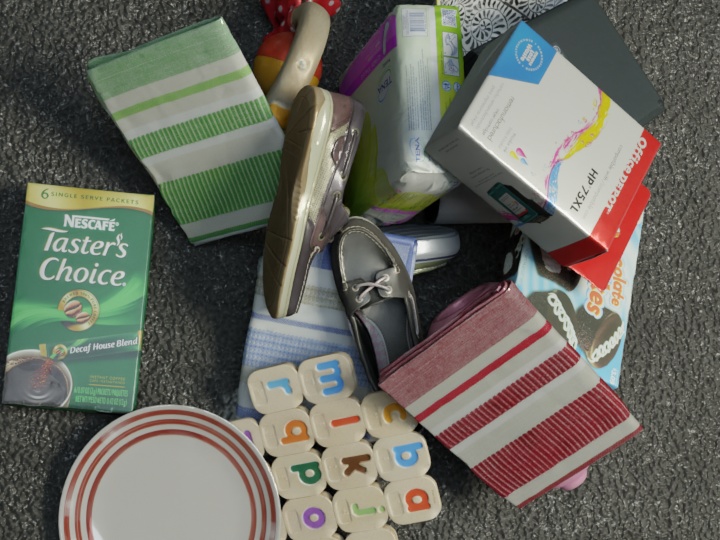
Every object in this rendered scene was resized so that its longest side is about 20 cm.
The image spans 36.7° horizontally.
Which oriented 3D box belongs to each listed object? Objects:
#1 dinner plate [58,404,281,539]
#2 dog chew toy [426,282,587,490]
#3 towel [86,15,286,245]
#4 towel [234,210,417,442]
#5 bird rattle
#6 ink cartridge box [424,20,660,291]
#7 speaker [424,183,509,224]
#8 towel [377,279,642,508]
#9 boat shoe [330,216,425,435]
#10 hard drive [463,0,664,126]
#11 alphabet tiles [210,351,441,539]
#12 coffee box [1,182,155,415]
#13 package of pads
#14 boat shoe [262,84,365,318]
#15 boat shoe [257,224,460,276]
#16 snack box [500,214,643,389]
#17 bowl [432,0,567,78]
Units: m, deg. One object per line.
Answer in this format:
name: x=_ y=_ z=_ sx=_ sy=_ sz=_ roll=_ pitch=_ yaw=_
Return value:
dinner plate: x=-0.168 y=0.221 z=0.964 sx=0.196 sy=0.024 sz=0.205 roll=0 pitch=90 yaw=-3
dog chew toy: x=0.146 y=0.114 z=1.004 sx=0.124 sy=0.124 sz=0.202 roll=-34 pitch=94 yaw=-14
towel: x=-0.135 y=-0.115 z=0.952 sx=0.202 sy=0.150 sz=0.024 roll=61 pitch=31 yaw=-32
towel: x=-0.031 y=0.055 z=0.995 sx=0.144 sy=0.024 sz=0.204 roll=9 pitch=101 yaw=-8
bird rattle: x=-0.065 y=-0.188 z=1.010 sx=0.112 sy=0.163 sz=0.202 roll=34 pitch=85 yaw=-20
ink cartridge box: x=0.164 y=-0.089 z=0.887 sx=0.199 sy=0.067 sz=0.117 roll=37 pitch=68 yaw=-12
speaker: x=0.160 y=-0.086 z=1.061 sx=0.196 sy=0.081 sz=0.083 roll=-1 pitch=80 yaw=-9
towel: x=0.128 y=0.110 z=0.918 sx=0.143 sy=0.023 sz=0.200 roll=-36 pitch=117 yaw=20
boat shoe: x=0.024 y=0.051 z=0.958 sx=0.066 sy=0.057 sz=0.203 roll=-18 pitch=103 yaw=-1
hard drive: x=0.191 y=-0.169 z=1.000 sx=0.199 sy=0.033 sz=0.141 roll=-33 pitch=88 yaw=-39
alphabet tiles: x=-0.032 y=0.176 z=0.966 sx=0.192 sy=0.015 sz=0.204 roll=-13 pitch=97 yaw=14
coffee box: x=-0.255 y=0.026 z=0.989 sx=0.120 sy=0.044 sz=0.204 roll=6 pitch=79 yaw=-8
package of pads: x=0.033 y=-0.130 z=0.985 sx=0.067 sy=0.200 sz=0.158 roll=0 pitch=80 yaw=-16
boat shoe: x=-0.039 y=-0.053 z=0.924 sx=0.064 sy=0.072 sz=0.204 roll=5 pitch=106 yaw=-23
boat shoe: x=0.000 y=0.000 z=1.033 sx=0.196 sy=0.072 sz=0.063 roll=-10 pitch=106 yaw=-8
snack box: x=0.187 y=-0.003 z=0.968 sx=0.115 sy=0.037 sz=0.203 roll=24 pitch=61 yaw=-14
bowl: x=0.130 y=-0.199 z=1.055 sx=0.198 sy=0.094 sz=0.204 roll=15 pitch=60 yaw=-27
